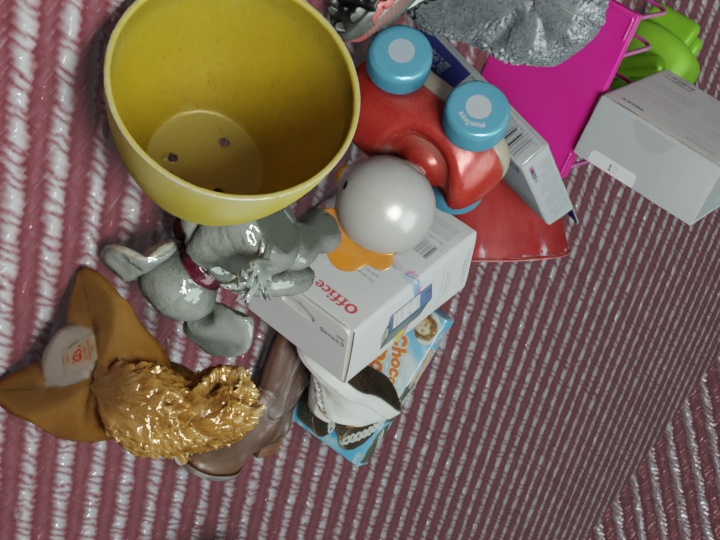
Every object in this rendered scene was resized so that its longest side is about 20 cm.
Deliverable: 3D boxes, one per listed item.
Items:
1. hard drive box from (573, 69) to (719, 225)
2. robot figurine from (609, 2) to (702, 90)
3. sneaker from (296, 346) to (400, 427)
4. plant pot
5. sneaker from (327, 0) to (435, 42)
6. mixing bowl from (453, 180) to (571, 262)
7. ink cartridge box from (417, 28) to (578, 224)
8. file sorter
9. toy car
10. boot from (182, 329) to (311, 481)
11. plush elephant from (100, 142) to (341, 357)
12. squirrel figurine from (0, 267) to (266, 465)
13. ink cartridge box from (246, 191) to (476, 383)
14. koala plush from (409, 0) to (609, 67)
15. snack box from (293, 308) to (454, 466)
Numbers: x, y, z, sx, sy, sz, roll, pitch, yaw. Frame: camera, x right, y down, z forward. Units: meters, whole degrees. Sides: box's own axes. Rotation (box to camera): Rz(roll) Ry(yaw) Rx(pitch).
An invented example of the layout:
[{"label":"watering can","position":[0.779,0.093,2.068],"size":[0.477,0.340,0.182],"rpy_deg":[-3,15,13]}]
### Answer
[{"label":"hard drive box","position":[0.352,-0.142,1.765],"size":[0.200,0.156,0.077],"rpy_deg":[-24,144,-56]},{"label":"robot figurine","position":[0.348,-0.236,2.007],"size":[0.200,0.116,0.175],"rpy_deg":[-52,158,-5]},{"label":"sneaker","position":[-0.032,0.127,1.716],"size":[0.084,0.073,0.200],"rpy_deg":[-25,145,15]},{"label":"plant pot","position":[-0.115,-0.115,1.269],"size":[0.200,0.200,0.142],"rpy_deg":[-41,172,-28]},{"label":"sneaker","position":[0.054,-0.273,1.459],"size":[0.201,0.071,0.098],"rpy_deg":[-50,134,-13]},{"label":"mixing bowl","position":[0.137,-0.073,1.786],"size":[0.200,0.199,0.109],"rpy_deg":[-12,102,-57]},{"label":"ink cartridge box","position":[0.137,-0.139,1.644],"size":[0.043,0.196,0.200],"rpy_deg":[-39,152,-3]},{"label":"file sorter","position":[0.236,-0.233,1.787],"size":[0.125,0.139,0.201],"rpy_deg":[-21,139,-56]},{"label":"toy car","position":[0.023,-0.091,1.502],"size":[0.200,0.177,0.184],"rpy_deg":[-50,171,-19]},{"label":"boot","position":[-0.105,0.119,1.703],"size":[0.186,0.064,0.201],"rpy_deg":[-21,140,-63]},{"label":"plush elephant","position":[-0.130,-0.016,1.402],"size":[0.165,0.154,0.200],"rpy_deg":[52,30,-26]},{"label":"squirrel figurine","position":[-0.179,0.115,1.385],"size":[0.142,0.200,0.187],"rpy_deg":[-59,141,-7]},{"label":"ink cartridge box","position":[0.000,0.000,1.640],"size":[0.200,0.145,0.088],"rpy_deg":[-37,151,-36]},{"label":"koala plush","position":[0.180,-0.291,1.593],"size":[0.178,0.183,0.200],"rpy_deg":[-64,166,21]},{"label":"snack box","position":[0.007,0.110,1.825],"size":[0.201,0.116,0.037],"rpy_deg":[-59,163,9]}]
